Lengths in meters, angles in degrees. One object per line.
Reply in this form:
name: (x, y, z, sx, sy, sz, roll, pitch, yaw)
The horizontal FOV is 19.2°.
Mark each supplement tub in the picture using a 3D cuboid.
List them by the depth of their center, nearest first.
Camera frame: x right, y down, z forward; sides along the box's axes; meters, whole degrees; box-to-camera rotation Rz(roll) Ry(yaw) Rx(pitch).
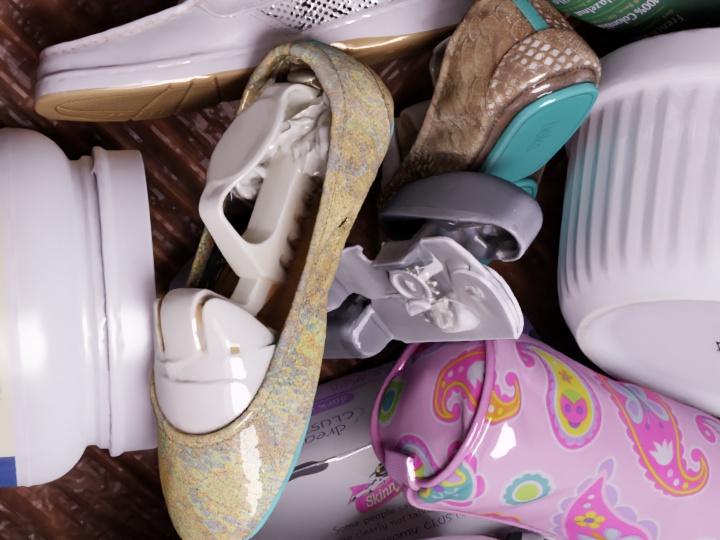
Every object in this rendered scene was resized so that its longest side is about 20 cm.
supplement tub: (-0.184, 0.017, 0.851, 0.199, 0.145, 0.145, -3, 114, -9)

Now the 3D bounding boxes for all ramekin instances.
ramekin: (0.173, -0.007, 0.866, 0.200, 0.200, 0.105, 20, 70, -18)

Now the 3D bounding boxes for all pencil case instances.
pencil case: (0.102, 0.086, 0.890, 0.200, 0.087, 0.088, 26, 107, -30)

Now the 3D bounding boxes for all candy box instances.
candy box: (0.031, 0.142, 0.987, 0.167, 0.072, 0.200, -18, 116, -3)

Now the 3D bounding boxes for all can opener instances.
can opener: (0.000, 0.000, 0.874, 0.053, 0.200, 0.067, 50, 62, -24)

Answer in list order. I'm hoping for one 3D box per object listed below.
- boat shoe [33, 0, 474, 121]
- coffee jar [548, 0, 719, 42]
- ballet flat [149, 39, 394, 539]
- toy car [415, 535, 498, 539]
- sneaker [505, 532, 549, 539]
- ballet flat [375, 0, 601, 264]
boat shoe: (-0.042, -0.110, 0.869, 0.200, 0.071, 0.070, -15, 89, -17)
coffee jar: (0.144, -0.130, 0.872, 0.200, 0.085, 0.105, 26, 69, -19)
ballet flat: (-0.043, 0.004, 0.801, 0.071, 0.071, 0.200, 24, 74, -19)
toy car: (0.024, 0.185, 0.791, 0.200, 0.150, 0.176, 4, 75, -34)
sneaker: (0.122, 0.210, 0.917, 0.120, 0.084, 0.201, -5, 92, 5)
ballet flat: (0.045, -0.054, 0.885, 0.070, 0.065, 0.200, -16, 160, -26)
